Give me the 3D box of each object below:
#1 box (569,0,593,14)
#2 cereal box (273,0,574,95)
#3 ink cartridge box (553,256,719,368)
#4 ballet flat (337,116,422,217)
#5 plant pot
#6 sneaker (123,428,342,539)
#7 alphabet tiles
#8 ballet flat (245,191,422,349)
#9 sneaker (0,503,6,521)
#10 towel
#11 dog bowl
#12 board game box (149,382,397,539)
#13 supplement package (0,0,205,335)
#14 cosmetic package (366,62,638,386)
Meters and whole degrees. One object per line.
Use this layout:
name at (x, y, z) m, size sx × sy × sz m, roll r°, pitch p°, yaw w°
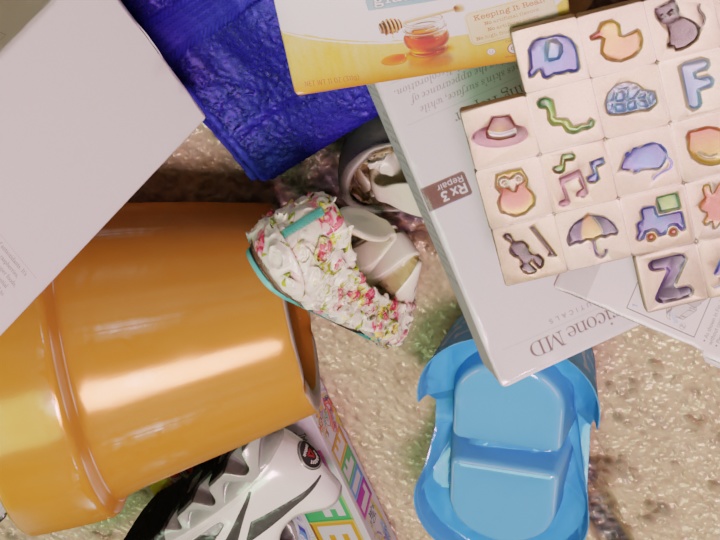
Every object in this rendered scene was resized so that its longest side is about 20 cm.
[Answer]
box at (0.052, -0.205, 1.232) m, size 0.199 × 0.021 × 0.164 m, roll 21°, pitch 128°, yaw -19°
cereal box at (0.020, -0.180, 1.210) m, size 0.143 × 0.040 × 0.201 m, roll -9°, pitch 132°, yaw 5°
ink cartridge box at (0.220, -0.044, 1.329) m, size 0.176 × 0.201 × 0.045 m, roll 24°, pitch 178°, yaw 11°
ballet flat at (0.084, -0.053, 1.430) m, size 0.199 × 0.064 × 0.068 m, roll 0°, pitch 131°, yaw 15°
plant pot at (-0.124, 0.039, 1.500) m, size 0.182 × 0.201 × 0.201 m, roll -12°, pitch 128°, yaw 4°
sneaker at (-0.089, 0.171, 1.624) m, size 0.088 × 0.074 × 0.200 m, roll 38°, pitch 130°, yaw -15°
alphabet tiles at (0.157, -0.059, 1.269) m, size 0.199 × 0.008 × 0.168 m, roll -13°, pitch 115°, yaw 6°
ballet flat at (0.000, 0.000, 1.453) m, size 0.064 × 0.200 × 0.076 m, roll -40°, pitch 72°, yaw 9°
sneaker at (-0.254, 0.125, 1.687) m, size 0.200 × 0.075 × 0.076 m, roll -38°, pitch 106°, yaw 26°
towel at (-0.069, -0.143, 1.402) m, size 0.147 × 0.050 × 0.200 m, roll -28°, pitch 119°, yaw 35°
dog bowl at (0.092, 0.099, 1.574) m, size 0.111 × 0.050 × 0.201 m, roll 8°, pitch 132°, yaw 8°
board game box at (-0.066, 0.138, 1.662) m, size 0.134 × 0.034 × 0.200 m, roll -8°, pitch 128°, yaw 22°
supplement package at (-0.207, -0.066, 1.377) m, size 0.120 × 0.200 × 0.121 m, roll 22°, pitch 154°, yaw 51°
cosmetic package at (0.077, -0.051, 1.358) m, size 0.101 × 0.074 × 0.201 m, roll -25°, pitch 98°, yaw -1°
